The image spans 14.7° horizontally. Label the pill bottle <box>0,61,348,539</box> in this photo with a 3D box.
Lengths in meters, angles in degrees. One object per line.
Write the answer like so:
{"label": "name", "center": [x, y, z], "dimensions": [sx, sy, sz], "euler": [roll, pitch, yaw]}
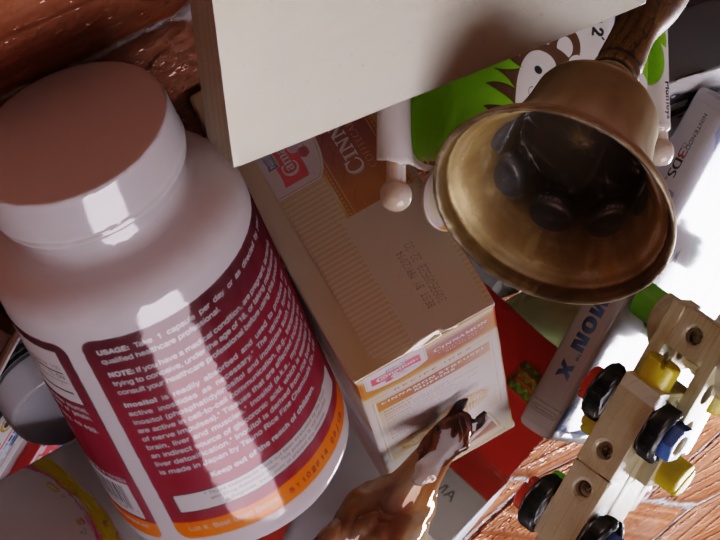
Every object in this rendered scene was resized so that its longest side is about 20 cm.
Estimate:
{"label": "pill bottle", "center": [-0.085, 0.015, 1.166], "dimensions": [0.113, 0.113, 0.200], "euler": [-28, 131, -6]}

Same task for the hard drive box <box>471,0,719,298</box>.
{"label": "hard drive box", "center": [0.141, -0.084, 1.404], "dimensions": [0.155, 0.077, 0.200], "euler": [-20, 159, -26]}

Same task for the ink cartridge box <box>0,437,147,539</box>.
{"label": "ink cartridge box", "center": [-0.121, 0.142, 1.239], "dimensions": [0.067, 0.116, 0.200], "euler": [-46, 171, 34]}

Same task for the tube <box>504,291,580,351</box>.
{"label": "tube", "center": [0.088, 0.033, 1.438], "dimensions": [0.052, 0.058, 0.200], "euler": [32, 132, -26]}

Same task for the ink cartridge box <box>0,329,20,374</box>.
{"label": "ink cartridge box", "center": [-0.221, 0.080, 1.223], "dimensions": [0.200, 0.067, 0.117], "euler": [-49, -168, 44]}

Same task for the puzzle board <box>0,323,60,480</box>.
{"label": "puzzle board", "center": [-0.162, 0.093, 1.373], "dimensions": [0.200, 0.017, 0.151], "euler": [-59, 157, 5]}

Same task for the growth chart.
{"label": "growth chart", "center": [0.074, -0.093, 1.216], "dimensions": [0.018, 0.145, 0.199], "euler": [-3, -176, 45]}

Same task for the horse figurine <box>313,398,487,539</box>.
{"label": "horse figurine", "center": [0.006, 0.149, 1.313], "dimensions": [0.133, 0.050, 0.200], "euler": [-51, 157, -25]}

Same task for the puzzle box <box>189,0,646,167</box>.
{"label": "puzzle box", "center": [0.025, -0.132, 1.100], "dimensions": [0.199, 0.025, 0.133], "euler": [-22, 132, -20]}

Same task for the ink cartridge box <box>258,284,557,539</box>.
{"label": "ink cartridge box", "center": [-0.007, 0.081, 1.402], "dimensions": [0.200, 0.162, 0.050], "euler": [-50, 171, 16]}

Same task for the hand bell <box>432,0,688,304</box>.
{"label": "hand bell", "center": [0.110, -0.091, 1.199], "dimensions": [0.104, 0.104, 0.200], "euler": [-51, -171, 47]}

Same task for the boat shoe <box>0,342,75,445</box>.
{"label": "boat shoe", "center": [-0.109, 0.035, 1.314], "dimensions": [0.069, 0.057, 0.200], "euler": [-49, 160, 27]}

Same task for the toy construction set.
{"label": "toy construction set", "center": [0.144, 0.091, 1.334], "dimensions": [0.131, 0.092, 0.201], "euler": [0, 108, -61]}

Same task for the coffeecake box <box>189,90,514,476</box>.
{"label": "coffeecake box", "center": [0.000, 0.000, 1.287], "dimensions": [0.073, 0.154, 0.200], "euler": [-29, 162, -4]}

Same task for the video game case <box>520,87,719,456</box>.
{"label": "video game case", "center": [0.167, 0.007, 1.399], "dimensions": [0.183, 0.022, 0.200], "euler": [-62, 154, 7]}
